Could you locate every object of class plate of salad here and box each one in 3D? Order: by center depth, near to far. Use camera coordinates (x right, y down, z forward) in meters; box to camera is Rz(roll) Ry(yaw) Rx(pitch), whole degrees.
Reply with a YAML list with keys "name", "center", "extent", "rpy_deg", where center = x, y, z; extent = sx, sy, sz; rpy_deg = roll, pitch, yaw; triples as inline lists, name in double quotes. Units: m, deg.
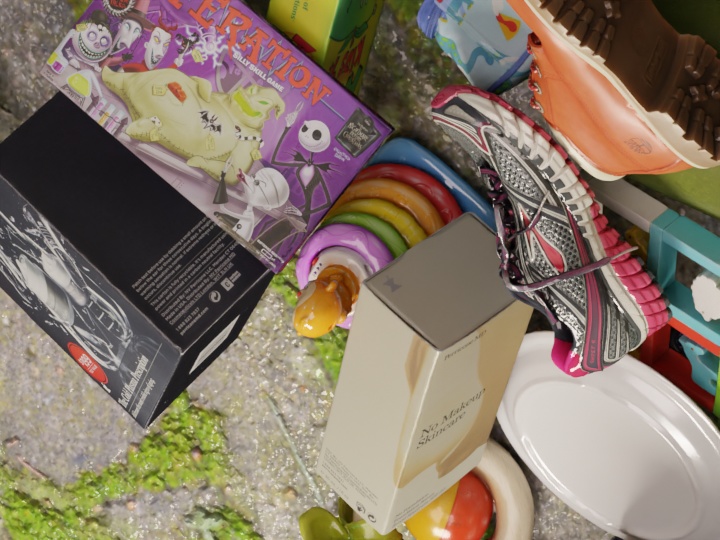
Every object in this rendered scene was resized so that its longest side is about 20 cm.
- name: "plate of salad"
  center: [0.174, 0.111, 1.278]
  extent: [0.199, 0.048, 0.201]
  rpy_deg: [29, 146, 21]

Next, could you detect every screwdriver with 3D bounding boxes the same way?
- name: "screwdriver"
  center: [0.229, 0.032, 1.219]
  extent: [0.028, 0.029, 0.200]
  rpy_deg: [55, 149, 2]

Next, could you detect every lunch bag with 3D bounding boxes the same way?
- name: "lunch bag"
  center: [0.132, -0.201, 1.144]
  extent: [0.083, 0.161, 0.200]
  rpy_deg: [47, 136, 8]

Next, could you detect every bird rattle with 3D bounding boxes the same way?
- name: "bird rattle"
  center: [0.058, 0.193, 1.361]
  extent: [0.199, 0.113, 0.164]
  rpy_deg: [20, 98, 12]

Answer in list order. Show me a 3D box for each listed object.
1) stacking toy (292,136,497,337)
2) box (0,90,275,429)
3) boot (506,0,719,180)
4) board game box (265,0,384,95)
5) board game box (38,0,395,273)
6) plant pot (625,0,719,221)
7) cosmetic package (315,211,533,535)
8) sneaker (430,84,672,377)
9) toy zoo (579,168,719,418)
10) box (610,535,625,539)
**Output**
- name: "stacking toy"
  center: [0.000, 0.000, 1.255]
  extent: [0.110, 0.200, 0.116]
  rpy_deg: [40, 118, 6]
- name: "box"
  center: [-0.166, -0.010, 1.321]
  extent: [0.182, 0.104, 0.200]
  rpy_deg: [44, 157, 4]
- name: "boot"
  center: [0.114, -0.123, 1.058]
  extent: [0.200, 0.075, 0.107]
  rpy_deg: [46, 148, -22]
- name: "board game box"
  center: [-0.032, -0.138, 1.278]
  extent: [0.047, 0.102, 0.201]
  rpy_deg: [22, 115, 12]
- name: "board game box"
  center: [-0.091, -0.107, 1.219]
  extent: [0.200, 0.032, 0.120]
  rpy_deg: [39, 95, 2]
- name: "plant pot"
  center: [0.248, -0.094, 1.147]
  extent: [0.189, 0.200, 0.202]
  rpy_deg: [17, 114, 29]
- name: "cosmetic package"
  center: [0.042, 0.070, 1.247]
  extent: [0.071, 0.105, 0.201]
  rpy_deg: [41, 145, 23]
- name: "sneaker"
  center: [0.104, -0.024, 1.137]
  extent: [0.075, 0.081, 0.200]
  rpy_deg: [-38, 105, -3]
- name: "toy zoo"
  center: [0.188, 0.015, 1.202]
  extent: [0.200, 0.020, 0.132]
  rpy_deg: [35, 148, 32]
- name: "box"
  center: [0.169, 0.325, 1.274]
  extent: [0.122, 0.200, 0.199]
  rpy_deg: [21, 131, 14]
